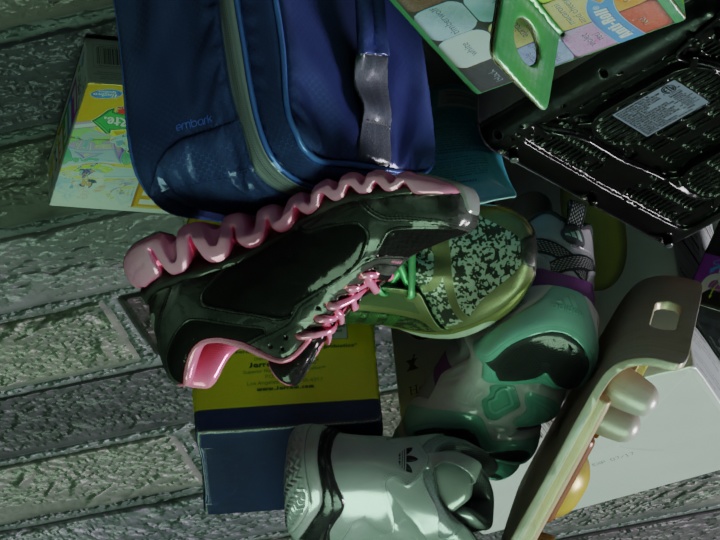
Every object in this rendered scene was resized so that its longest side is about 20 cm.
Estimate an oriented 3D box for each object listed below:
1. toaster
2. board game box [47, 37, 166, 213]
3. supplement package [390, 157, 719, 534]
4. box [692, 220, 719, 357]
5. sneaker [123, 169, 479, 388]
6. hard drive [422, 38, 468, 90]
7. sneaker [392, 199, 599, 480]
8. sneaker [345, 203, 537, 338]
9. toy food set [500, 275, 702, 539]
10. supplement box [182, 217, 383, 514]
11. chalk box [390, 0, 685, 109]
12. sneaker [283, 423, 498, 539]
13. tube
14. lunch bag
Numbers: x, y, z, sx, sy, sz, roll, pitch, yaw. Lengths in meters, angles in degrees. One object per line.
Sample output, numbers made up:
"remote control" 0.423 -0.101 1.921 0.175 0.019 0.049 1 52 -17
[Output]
"toaster" 0.184 -0.121 1.520 0.200 0.119 0.181 -30 142 34
"board game box" -0.081 -0.082 1.683 0.199 0.034 0.135 3 148 -15
"supplement package" 0.128 0.029 1.742 0.191 0.200 0.147 -17 147 16
"box" 0.268 -0.033 1.683 0.036 0.200 0.143 18 162 32
"sneaker" -0.025 0.009 1.415 0.200 0.096 0.079 -17 164 24
"hard drive" 0.113 -0.164 1.585 0.200 0.033 0.140 -22 145 23
"sneaker" 0.086 0.032 1.602 0.078 0.140 0.200 23 142 -17
"sneaker" 0.000 0.000 1.514 0.200 0.077 0.089 -5 174 28
"toy food set" 0.137 0.107 1.561 0.060 0.144 0.200 28 112 1
"supplement box" -0.048 0.031 1.646 0.109 0.200 0.109 -4 149 -2
"chalk box" 0.081 -0.180 1.391 0.124 0.200 0.125 -19 147 21
"sneaker" 0.023 0.155 1.586 0.115 0.075 0.200 0 146 8
"tube" 0.049 -0.061 1.541 0.077 0.200 0.051 -14 104 8
"lunch bag" -0.040 -0.131 1.462 0.132 0.201 0.136 -15 168 35
